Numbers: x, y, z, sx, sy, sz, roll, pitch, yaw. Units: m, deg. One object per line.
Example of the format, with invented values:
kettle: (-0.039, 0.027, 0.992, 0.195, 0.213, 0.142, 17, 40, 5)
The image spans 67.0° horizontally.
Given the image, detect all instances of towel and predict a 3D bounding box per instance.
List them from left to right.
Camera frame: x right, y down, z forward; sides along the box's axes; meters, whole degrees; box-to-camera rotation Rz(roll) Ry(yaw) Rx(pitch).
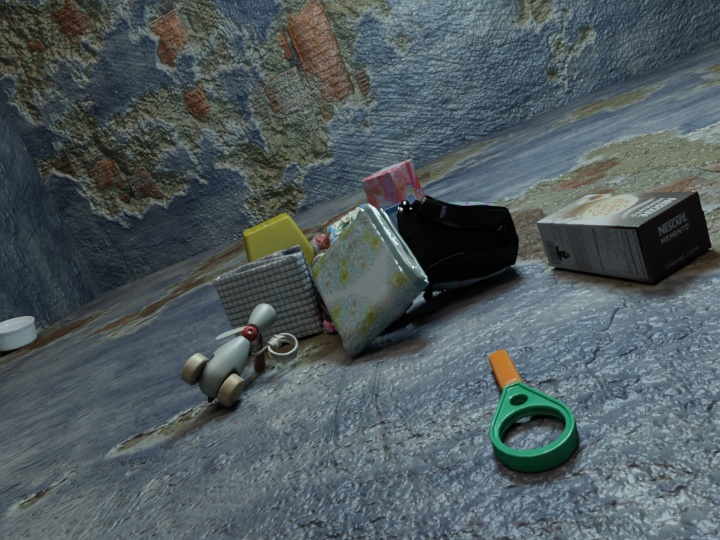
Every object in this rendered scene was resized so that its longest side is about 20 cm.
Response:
towel: (-0.171, 0.055, 1.072, 0.196, 0.169, 0.086, -18, 8, 18)
towel: (0.008, 0.009, 0.887, 0.172, 0.048, 0.202, -48, 46, 20)

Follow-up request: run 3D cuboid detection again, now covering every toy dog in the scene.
toy dog: (-0.211, 0.154, 0.927, 0.198, 0.132, 0.097, -28, -24, -37)

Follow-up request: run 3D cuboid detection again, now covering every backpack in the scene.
backpack: (0.164, -0.049, 0.923, 0.194, 0.172, 0.127, -7, 6, 0)

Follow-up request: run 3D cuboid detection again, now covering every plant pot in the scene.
plant pot: (-0.232, -0.050, 1.525, 0.196, 0.180, 0.200, -24, 14, -9)

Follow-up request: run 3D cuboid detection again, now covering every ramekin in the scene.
ramekin: (-1.657, 0.304, 2.602, 0.195, 0.100, 0.201, -7, 18, 2)

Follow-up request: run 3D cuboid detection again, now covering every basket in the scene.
basket: (0.035, -0.055, 1.148, 0.195, 0.141, 0.178, -17, 43, 1)

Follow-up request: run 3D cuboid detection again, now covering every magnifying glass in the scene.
magnifying glass: (0.161, 0.133, 0.554, 0.078, 0.023, 0.201, -22, 16, 9)

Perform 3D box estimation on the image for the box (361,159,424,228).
box: (0.095, -0.144, 1.294, 0.093, 0.204, 0.102, -8, 18, 44)

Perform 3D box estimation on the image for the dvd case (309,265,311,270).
dvd case: (-0.150, 0.034, 1.327, 0.199, 0.016, 0.148, -38, 13, -12)

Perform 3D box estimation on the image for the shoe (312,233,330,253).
shoe: (-0.065, -0.078, 1.412, 0.070, 0.093, 0.199, -10, 27, -28)

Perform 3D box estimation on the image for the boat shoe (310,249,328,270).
boat shoe: (0.001, -0.006, 1.049, 0.197, 0.077, 0.075, 12, 13, -17)

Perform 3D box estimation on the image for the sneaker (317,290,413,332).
sneaker: (-0.001, 0.051, 0.955, 0.196, 0.098, 0.079, -11, 16, 37)

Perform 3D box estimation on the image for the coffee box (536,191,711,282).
coffee box: (0.365, -0.053, 0.776, 0.113, 0.081, 0.199, -27, 14, -15)
